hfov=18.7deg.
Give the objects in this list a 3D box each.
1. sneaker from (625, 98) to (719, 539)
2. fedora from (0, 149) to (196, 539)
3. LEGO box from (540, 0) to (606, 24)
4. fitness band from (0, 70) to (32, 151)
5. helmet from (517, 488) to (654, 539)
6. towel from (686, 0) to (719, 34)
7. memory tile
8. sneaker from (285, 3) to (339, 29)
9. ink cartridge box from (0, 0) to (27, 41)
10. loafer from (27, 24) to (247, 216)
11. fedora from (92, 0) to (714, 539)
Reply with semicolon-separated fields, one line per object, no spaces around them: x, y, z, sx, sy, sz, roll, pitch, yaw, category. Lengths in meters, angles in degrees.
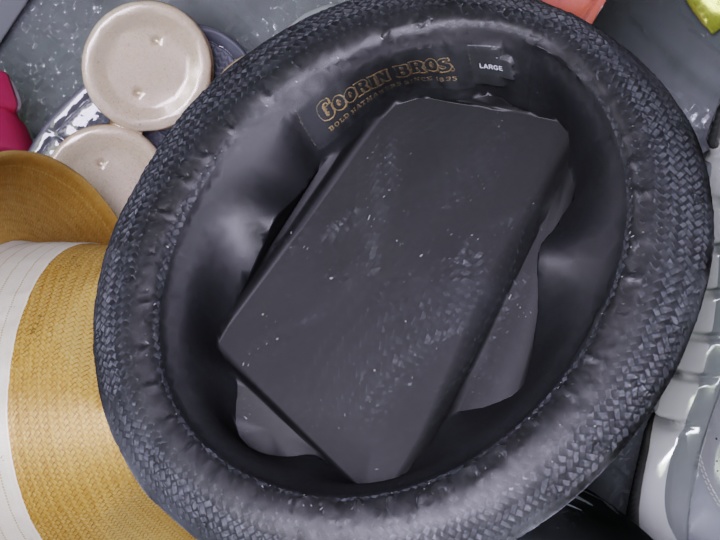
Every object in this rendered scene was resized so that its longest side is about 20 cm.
0.170;0.020;0.789;0.115;0.075;0.201;13;105;13;sneaker
-0.080;0.047;0.749;0.081;0.201;0.202;-8;88;19;fedora
-0.004;-0.159;0.760;0.200;0.149;0.077;31;93;-8;LEGO box
-0.212;-0.038;0.845;0.143;0.200;0.038;-23;80;22;fitness band
0.023;0.159;0.752;0.190;0.200;0.200;28;103;-27;helmet
0.185;-0.180;0.802;0.200;0.018;0.086;-37;79;16;towel
-0.062;0.008;0.857;0.153;0.017;0.201;20;97;-11;memory tile
0.000;0.000;0.830;0.079;0.095;0.201;22;110;57;sneaker
-0.179;-0.158;0.859;0.083;0.146;0.200;40;102;18;ink cartridge box
-0.115;-0.016;0.886;0.072;0.063;0.200;34;95;-13;loafer
0.018;0.013;0.689;0.200;0.092;0.201;-5;66;12;fedora
